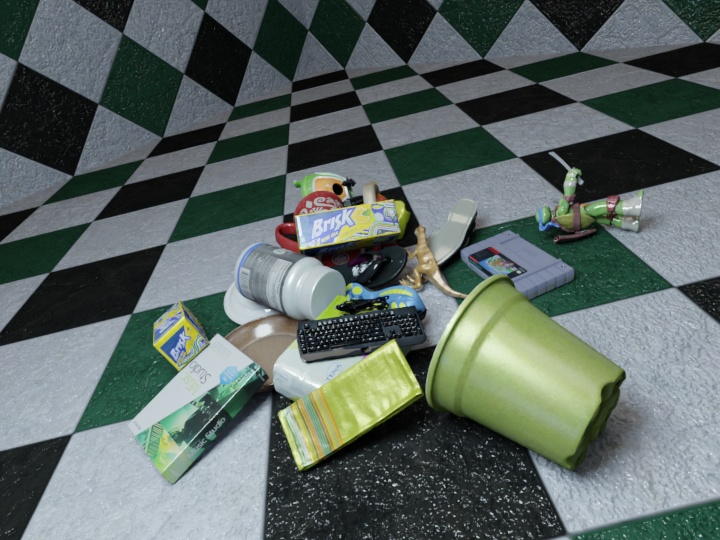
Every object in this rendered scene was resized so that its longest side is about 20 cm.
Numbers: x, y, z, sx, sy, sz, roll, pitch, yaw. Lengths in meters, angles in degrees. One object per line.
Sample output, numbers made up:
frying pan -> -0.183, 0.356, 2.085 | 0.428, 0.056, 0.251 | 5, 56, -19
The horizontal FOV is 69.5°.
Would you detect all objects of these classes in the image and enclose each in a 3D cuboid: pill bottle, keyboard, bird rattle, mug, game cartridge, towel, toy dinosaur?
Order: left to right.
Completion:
pill bottle -> -0.130, 0.023, 0.953 | 0.197, 0.116, 0.113 | 17, 41, 35
mug -> -0.085, -0.065, 1.161 | 0.176, 0.134, 0.201 | -34, 36, 1
towel -> -0.017, 0.181, 0.698 | 0.198, 0.018, 0.087 | -34, 70, 7
keyboard -> -0.009, -0.162, 1.220 | 0.020, 0.129, 0.200 | -25, 6, 12
keyboard -> -0.003, 0.078, 0.795 | 0.195, 0.040, 0.105 | -7, 42, -12
bird rattle -> 0.035, -0.107, 1.139 | 0.110, 0.166, 0.201 | -15, 20, 21
toy dinosaur -> 0.131, 0.001, 0.991 | 0.060, 0.106, 0.203 | 9, 47, -49
game cartridge -> 0.291, -0.013, 0.994 | 0.127, 0.039, 0.200 | -17, 30, -14

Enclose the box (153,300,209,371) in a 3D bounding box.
box -> -0.326, 0.111, 0.934 | 0.070, 0.065, 0.199 | -44, 19, -13

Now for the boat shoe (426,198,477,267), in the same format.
boat shoe -> 0.191, -0.067, 1.096 | 0.073, 0.061, 0.202 | 16, 55, 26

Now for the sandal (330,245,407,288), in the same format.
sandal -> 0.000, 0.001, 1.026 | 0.197, 0.048, 0.077 | -20, 58, 20

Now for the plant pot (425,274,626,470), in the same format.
plant pot -> 0.212, 0.136, 0.646 | 0.183, 0.204, 0.199 | 30, 49, 35

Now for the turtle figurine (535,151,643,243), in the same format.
turtle figurine -> 0.459, -0.150, 1.042 | 0.190, 0.146, 0.201 | 8, 40, 26

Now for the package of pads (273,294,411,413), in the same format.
package of pads -> -0.026, 0.134, 0.811 | 0.152, 0.069, 0.200 | 21, 41, 21

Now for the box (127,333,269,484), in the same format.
box -> -0.253, 0.204, 0.805 | 0.143, 0.037, 0.201 | 20, 61, 44

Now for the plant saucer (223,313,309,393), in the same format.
plant saucer -> -0.165, 0.149, 0.908 | 0.195, 0.037, 0.202 | -11, 29, 6

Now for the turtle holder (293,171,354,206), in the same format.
turtle holder -> -0.079, -0.171, 1.319 | 0.129, 0.186, 0.144 | -15, 56, 10

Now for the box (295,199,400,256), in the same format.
box -> -0.026, -0.080, 1.013 | 0.195, 0.072, 0.064 | -10, -14, -5

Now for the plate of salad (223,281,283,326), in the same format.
plate of salad -> -0.185, 0.048, 1.074 | 0.195, 0.049, 0.202 | -8, 41, 7

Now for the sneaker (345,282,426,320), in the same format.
sneaker -> 0.031, 0.069, 0.930 | 0.196, 0.083, 0.072 | -1, 60, 40
